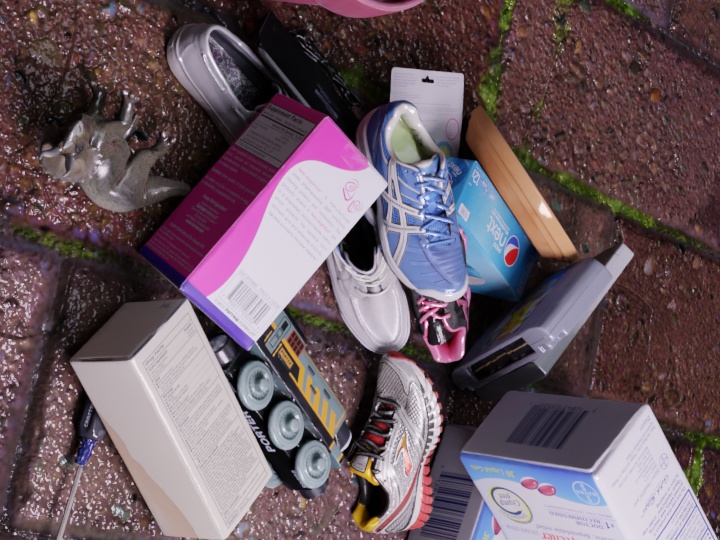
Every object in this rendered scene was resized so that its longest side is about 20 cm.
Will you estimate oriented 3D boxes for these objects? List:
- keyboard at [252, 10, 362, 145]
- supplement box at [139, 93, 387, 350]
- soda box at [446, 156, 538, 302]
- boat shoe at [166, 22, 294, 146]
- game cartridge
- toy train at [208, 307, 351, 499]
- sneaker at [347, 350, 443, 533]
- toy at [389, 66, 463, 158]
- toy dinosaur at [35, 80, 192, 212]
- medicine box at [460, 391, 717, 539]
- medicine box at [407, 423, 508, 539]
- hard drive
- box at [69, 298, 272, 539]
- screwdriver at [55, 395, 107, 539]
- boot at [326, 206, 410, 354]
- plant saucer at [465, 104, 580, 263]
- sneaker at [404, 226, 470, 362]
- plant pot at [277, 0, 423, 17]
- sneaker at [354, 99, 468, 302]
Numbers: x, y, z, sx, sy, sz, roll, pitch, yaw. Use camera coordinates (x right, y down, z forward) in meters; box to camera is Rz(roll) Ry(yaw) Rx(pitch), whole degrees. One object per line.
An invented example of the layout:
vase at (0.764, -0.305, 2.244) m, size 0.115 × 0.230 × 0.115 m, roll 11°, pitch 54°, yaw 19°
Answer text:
keyboard at (-0.036, -0.171, 1.313) m, size 0.200 × 0.021 × 0.127 m, roll 51°, pitch 27°, yaw -21°
supplement box at (-0.088, -0.047, 1.212) m, size 0.200 × 0.103 × 0.101 m, roll -49°, pitch 127°, yaw -6°
soda box at (0.120, -0.043, 1.420) m, size 0.200 × 0.067 × 0.065 m, roll 49°, pitch 59°, yaw -51°
boat shoe at (-0.097, -0.159, 1.267) m, size 0.200 × 0.068 × 0.072 m, roll 52°, pitch 59°, yaw -28°
game cartridge at (0.185, 0.056, 1.441) m, size 0.041 × 0.200 × 0.133 m, roll 49°, pitch 58°, yaw -2°
toy train at (-0.077, 0.125, 1.283) m, size 0.201 × 0.085 × 0.114 m, roll 57°, pitch 47°, yaw -26°
sneaker at (0.032, 0.181, 1.364) m, size 0.082 × 0.078 × 0.202 m, roll -9°, pitch 107°, yaw -34°
toy at (0.053, -0.111, 1.415) m, size 0.115 × 0.047 × 0.202 m, roll -4°, pitch 98°, yaw -47°
toy dinosaur at (-0.220, -0.098, 1.168) m, size 0.103 × 0.077 × 0.200 m, roll -62°, pitch 153°, yaw -13°
medicine box at (0.230, 0.232, 1.337) m, size 0.103 × 0.181 × 0.201 m, roll -45°, pitch 117°, yaw -31°
medicine box at (0.161, 0.293, 1.475) m, size 0.199 × 0.103 × 0.183 m, roll 33°, pitch 69°, yaw -36°
hard drive at (0.219, 0.059, 1.508) m, size 0.027 × 0.132 × 0.200 m, roll 44°, pitch 59°, yaw -5°
box at (-0.164, 0.132, 1.181) m, size 0.095 × 0.077 × 0.201 m, roll -50°, pitch 126°, yaw -46°
screwdriver at (-0.252, 0.184, 1.160) m, size 0.029 × 0.028 × 0.201 m, roll 21°, pitch 74°, yaw -8°
boot at (0.000, 0.000, 1.325) m, size 0.073 × 0.096 × 0.201 m, roll -23°, pitch 102°, yaw 0°
plant saucer at (0.171, -0.088, 1.453) m, size 0.037 × 0.201 × 0.201 m, roll -33°, pitch 118°, yaw 8°
sneaker at (0.078, 0.025, 1.360) m, size 0.200 × 0.078 × 0.096 m, roll 66°, pitch 19°, yaw -53°
plant pot at (-0.036, -0.331, 1.248) m, size 0.199 × 0.178 × 0.202 m, roll 0°, pitch 90°, yaw -41°
sneaker at (0.051, -0.066, 1.251) m, size 0.075 × 0.077 × 0.201 m, roll -20°, pitch 83°, yaw -23°
